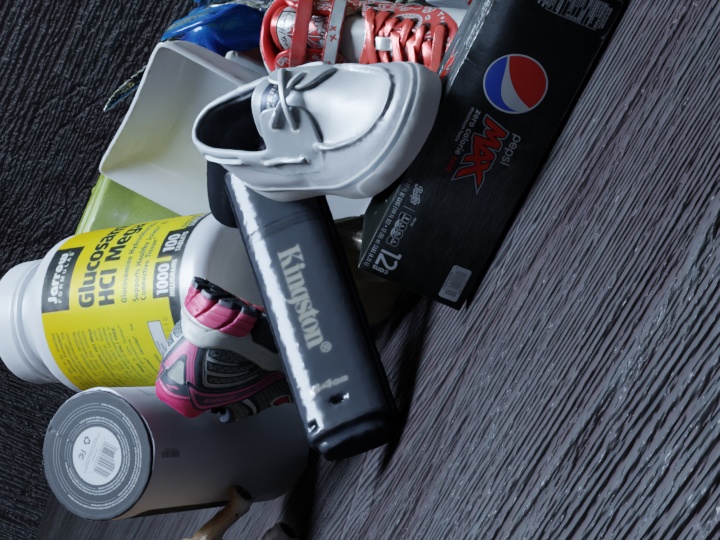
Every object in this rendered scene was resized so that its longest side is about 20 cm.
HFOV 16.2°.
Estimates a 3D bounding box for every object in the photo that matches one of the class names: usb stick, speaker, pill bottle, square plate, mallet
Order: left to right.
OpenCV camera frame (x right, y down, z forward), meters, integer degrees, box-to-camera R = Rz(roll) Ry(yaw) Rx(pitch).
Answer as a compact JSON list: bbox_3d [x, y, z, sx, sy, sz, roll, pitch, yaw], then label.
[{"bbox_3d":[-0.147,0.025,1.685,0.200,0.112,0.113,-8,50,36],"label":"pill bottle"},{"bbox_3d":[-0.111,0.111,1.587,0.200,0.081,0.081,3,-66,-63],"label":"speaker"},{"bbox_3d":[-0.057,-0.068,1.622,0.028,0.200,0.198,-67,7,-27],"label":"square plate"},{"bbox_3d":[-0.043,-0.012,1.495,0.200,0.041,0.066,-123,23,-44],"label":"mallet"},{"bbox_3d":[-0.029,0.015,1.443,0.033,0.055,0.200,71,180,-61],"label":"usb stick"}]

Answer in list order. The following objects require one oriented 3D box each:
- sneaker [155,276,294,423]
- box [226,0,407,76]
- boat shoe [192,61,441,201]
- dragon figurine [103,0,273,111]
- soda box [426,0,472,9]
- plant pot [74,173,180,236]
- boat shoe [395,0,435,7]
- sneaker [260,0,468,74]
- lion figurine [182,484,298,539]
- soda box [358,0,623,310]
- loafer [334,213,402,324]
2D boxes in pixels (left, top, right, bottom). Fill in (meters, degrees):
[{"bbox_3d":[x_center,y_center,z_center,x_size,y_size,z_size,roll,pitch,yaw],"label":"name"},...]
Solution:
[{"bbox_3d":[-0.070,0.059,1.549,0.075,0.081,0.200,-62,-25,0],"label":"sneaker"},{"bbox_3d":[-0.020,-0.143,1.754,0.200,0.152,0.106,-77,15,-48],"label":"box"},{"bbox_3d":[-0.029,-0.083,1.371,0.200,0.068,0.072,1,72,62],"label":"boat shoe"},{"bbox_3d":[-0.090,-0.162,1.590,0.099,0.200,0.059,47,-142,-52],"label":"dragon figurine"},{"bbox_3d":[0.083,-0.217,1.604,0.200,0.064,0.068,-85,19,-66],"label":"soda box"},{"bbox_3d":[-0.114,0.002,1.834,0.200,0.193,0.201,-158,90,-82],"label":"plant pot"},{"bbox_3d":[0.050,-0.154,1.640,0.200,0.064,0.071,-79,14,-54],"label":"boat shoe"},{"bbox_3d":[0.015,-0.125,1.460,0.201,0.108,0.067,20,102,62],"label":"sneaker"},{"bbox_3d":[-0.095,0.210,1.542,0.123,0.072,0.200,-50,5,15],"label":"lion figurine"},{"bbox_3d":[0.068,-0.083,1.336,0.071,0.063,0.200,-82,18,-62],"label":"soda box"},{"bbox_3d":[0.000,0.000,1.544,0.200,0.076,0.068,176,80,-71],"label":"loafer"}]
